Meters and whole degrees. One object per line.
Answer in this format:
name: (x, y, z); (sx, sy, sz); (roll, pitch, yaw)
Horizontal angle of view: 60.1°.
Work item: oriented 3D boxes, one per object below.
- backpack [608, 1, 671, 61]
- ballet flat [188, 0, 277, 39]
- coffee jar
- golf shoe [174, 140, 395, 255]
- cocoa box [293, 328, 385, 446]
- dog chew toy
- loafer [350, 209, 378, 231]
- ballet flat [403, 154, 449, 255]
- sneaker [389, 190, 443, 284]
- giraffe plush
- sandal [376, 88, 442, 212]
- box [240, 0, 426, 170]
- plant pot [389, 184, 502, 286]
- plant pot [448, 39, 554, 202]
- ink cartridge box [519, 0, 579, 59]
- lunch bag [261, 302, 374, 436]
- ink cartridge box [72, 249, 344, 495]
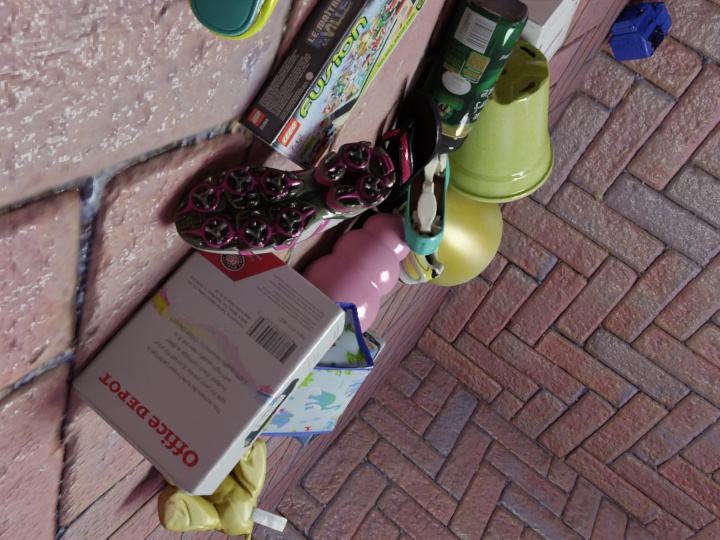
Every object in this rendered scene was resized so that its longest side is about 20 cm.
backpack: (1.024, -0.886, 2.258); (0.200, 0.162, 0.168); (-48, 125, -13)
ballet flat: (-0.041, -0.220, 0.323); (0.201, 0.066, 0.067); (-59, -172, 33)
coffee jar: (0.133, -0.252, 0.800); (0.105, 0.085, 0.201); (-61, 177, -47)
golf shoe: (-0.067, -0.053, 0.551); (0.198, 0.073, 0.092); (-17, 174, -26)
cocoa box: (-0.072, 0.177, 1.097); (0.201, 0.133, 0.131); (-57, 167, 14)
dog chew toy: (0.000, 0.000, 0.899); (0.200, 0.124, 0.125); (-50, 167, -11)
loafer: (-0.014, 0.001, 0.980); (0.201, 0.072, 0.073); (-52, 169, -4)
ballet flat: (0.096, -0.124, 0.872); (0.070, 0.066, 0.203); (117, -24, -77)
sneaker: (0.091, -0.081, 0.957); (0.075, 0.076, 0.203); (-17, 103, -51)
giraffe plush: (-0.222, 0.328, 0.949); (0.173, 0.200, 0.162); (-51, -163, -26)
sandal: (0.049, -0.148, 0.827); (0.045, 0.075, 0.201); (-20, 153, -35)
box: (-0.017, -0.187, 0.542); (0.201, 0.035, 0.110); (-55, 168, 6)
plant pot: (0.126, -0.086, 1.071); (0.201, 0.200, 0.142); (-55, 146, 9)
plant pot: (0.211, -0.241, 0.956); (0.201, 0.199, 0.185); (-49, 156, -21)
ink cartridge box: (0.272, -0.388, 0.975); (0.147, 0.082, 0.200); (-52, 168, -10)
lunch bag: (-0.110, 0.125, 0.792); (0.198, 0.128, 0.171); (2, 136, -26)
ink cartridge box: (-0.131, 0.078, 0.572); (0.200, 0.145, 0.083); (-50, 170, -16)
